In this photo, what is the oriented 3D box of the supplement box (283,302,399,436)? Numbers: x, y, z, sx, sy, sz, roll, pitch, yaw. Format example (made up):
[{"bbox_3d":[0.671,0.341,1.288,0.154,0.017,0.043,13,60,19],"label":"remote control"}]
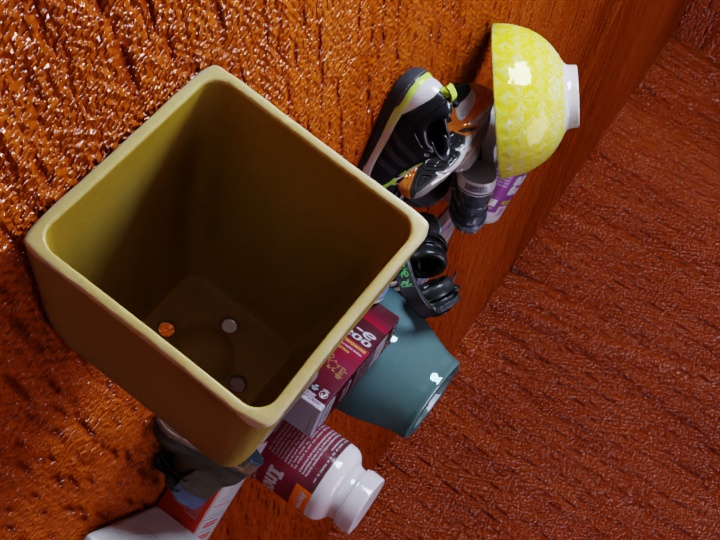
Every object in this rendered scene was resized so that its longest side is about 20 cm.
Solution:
[{"bbox_3d":[-0.047,0.104,1.453,0.200,0.108,0.061,-47,165,-44],"label":"supplement box"}]

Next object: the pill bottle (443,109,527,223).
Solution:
[{"bbox_3d":[0.209,-0.179,1.731,0.201,0.112,0.112,-60,168,30],"label":"pill bottle"}]

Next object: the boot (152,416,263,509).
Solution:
[{"bbox_3d":[-0.185,0.210,1.232,0.097,0.075,0.200,-42,150,4],"label":"boot"}]

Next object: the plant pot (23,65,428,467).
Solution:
[{"bbox_3d":[-0.102,0.021,0.819,0.196,0.194,0.200,-50,173,-31],"label":"plant pot"}]

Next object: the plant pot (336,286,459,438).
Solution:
[{"bbox_3d":[0.030,0.133,1.637,0.200,0.187,0.200,-51,169,-14],"label":"plant pot"}]

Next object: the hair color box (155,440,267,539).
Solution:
[{"bbox_3d":[-0.201,0.282,1.410,0.201,0.061,0.101,-59,169,3],"label":"hair color box"}]

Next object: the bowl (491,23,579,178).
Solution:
[{"bbox_3d":[0.227,-0.223,1.485,0.200,0.107,0.202,-3,90,-81],"label":"bowl"}]

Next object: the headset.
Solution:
[{"bbox_3d":[0.085,0.013,1.600,0.093,0.125,0.200,-21,161,24],"label":"headset"}]

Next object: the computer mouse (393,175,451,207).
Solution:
[{"bbox_3d":[0.078,-0.096,1.589,0.141,0.046,0.200,-59,169,5],"label":"computer mouse"}]

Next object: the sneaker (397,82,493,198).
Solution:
[{"bbox_3d":[0.116,-0.148,1.482,0.200,0.075,0.092,-50,148,-29],"label":"sneaker"}]

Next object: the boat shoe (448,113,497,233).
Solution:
[{"bbox_3d":[0.156,-0.142,1.613,0.201,0.070,0.091,-77,179,-50],"label":"boat shoe"}]

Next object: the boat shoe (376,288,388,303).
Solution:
[{"bbox_3d":[0.000,0.000,1.459,0.073,0.072,0.200,-62,168,22],"label":"boat shoe"}]

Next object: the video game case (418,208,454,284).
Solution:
[{"bbox_3d":[0.122,-0.027,2.037,0.143,0.018,0.201,-48,166,-39],"label":"video game case"}]

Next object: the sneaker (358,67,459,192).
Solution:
[{"bbox_3d":[0.056,-0.136,1.296,0.072,0.082,0.201,-47,165,-39],"label":"sneaker"}]

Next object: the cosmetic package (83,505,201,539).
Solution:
[{"bbox_3d":[-0.240,0.385,1.260,0.168,0.166,0.200,-57,170,4],"label":"cosmetic package"}]

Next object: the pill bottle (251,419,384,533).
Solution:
[{"bbox_3d":[-0.072,0.255,1.523,0.113,0.199,0.113,-53,168,-17],"label":"pill bottle"}]

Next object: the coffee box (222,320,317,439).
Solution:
[{"bbox_3d":[-0.102,0.095,1.265,0.115,0.079,0.200,-50,167,-27],"label":"coffee box"}]

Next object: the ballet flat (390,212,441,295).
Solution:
[{"bbox_3d":[0.058,-0.016,1.699,0.073,0.073,0.200,-49,171,-35],"label":"ballet flat"}]
